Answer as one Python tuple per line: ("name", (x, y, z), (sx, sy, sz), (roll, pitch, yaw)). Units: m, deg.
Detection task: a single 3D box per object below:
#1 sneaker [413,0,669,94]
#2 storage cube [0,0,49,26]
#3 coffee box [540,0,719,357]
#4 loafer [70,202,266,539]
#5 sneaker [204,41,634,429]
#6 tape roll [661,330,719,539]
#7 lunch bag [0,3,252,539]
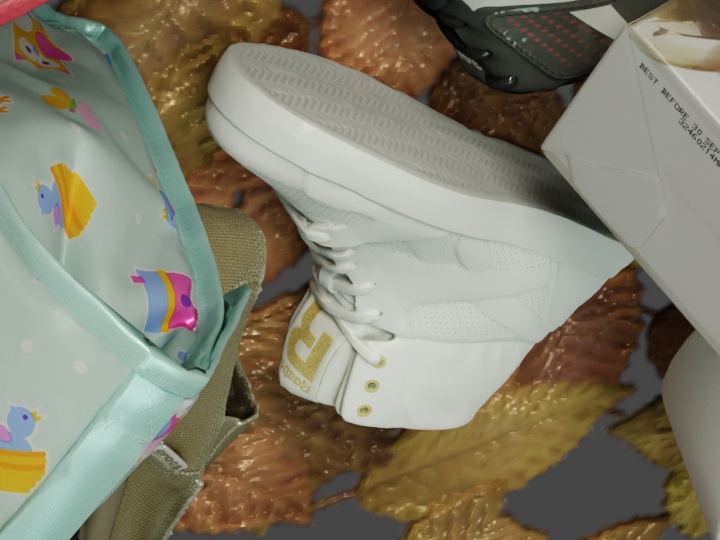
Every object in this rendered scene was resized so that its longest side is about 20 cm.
("sneaker", (0.038, -0.104, 0.942), (0.200, 0.071, 0.098), (10, 124, -38))
("storage cube", (-0.077, -0.198, 0.692), (0.171, 0.200, 0.180), (-28, 133, -1))
("coffee box", (0.173, -0.061, 0.968), (0.200, 0.113, 0.080), (-33, 167, -32))
("loafer", (-0.072, 0.047, 1.014), (0.067, 0.076, 0.200), (-10, 149, -19))
("sneaker", (0.000, 0.000, 1.024), (0.200, 0.074, 0.116), (23, 114, -44))
("tape roll", (0.222, 0.047, 1.157), (0.202, 0.071, 0.202), (-13, 153, -7))
("lunch bag", (-0.127, 0.024, 0.879), (0.122, 0.200, 0.170), (26, 115, -43))
